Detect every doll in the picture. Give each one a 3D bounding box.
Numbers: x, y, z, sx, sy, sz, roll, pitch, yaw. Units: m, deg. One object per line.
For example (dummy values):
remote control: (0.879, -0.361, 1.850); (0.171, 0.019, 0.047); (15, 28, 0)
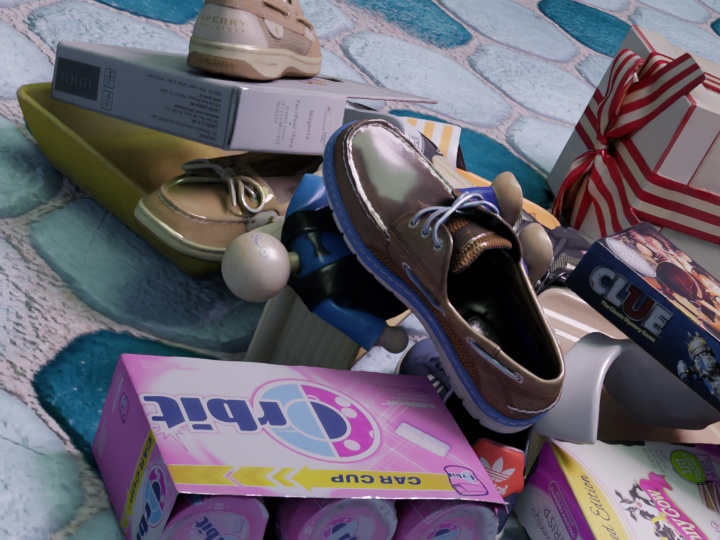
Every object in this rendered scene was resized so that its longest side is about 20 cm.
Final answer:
doll: (0.009, -0.014, 1.060); (0.199, 0.049, 0.137); (-11, 59, -28)

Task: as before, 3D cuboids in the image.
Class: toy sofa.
toy sofa: (0.000, 0.000, 1.146); (0.097, 0.083, 0.200); (35, 39, 13)

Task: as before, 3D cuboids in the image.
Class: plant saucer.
plant saucer: (-0.114, -0.064, 1.247); (0.200, 0.049, 0.200); (38, 28, 22)

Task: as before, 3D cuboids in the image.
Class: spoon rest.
spoon rest: (0.172, 0.067, 1.099); (0.099, 0.061, 0.200); (11, 7, 32)

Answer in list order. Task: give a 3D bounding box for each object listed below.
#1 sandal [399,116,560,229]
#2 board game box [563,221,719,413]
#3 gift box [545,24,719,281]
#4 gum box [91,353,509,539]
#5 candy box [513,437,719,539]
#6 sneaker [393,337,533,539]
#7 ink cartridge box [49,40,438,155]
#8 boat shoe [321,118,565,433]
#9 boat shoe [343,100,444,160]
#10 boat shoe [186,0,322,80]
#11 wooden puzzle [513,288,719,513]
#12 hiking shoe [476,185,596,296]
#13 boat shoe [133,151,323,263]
sandal: (0.078, -0.086, 1.455); (0.206, 0.059, 0.079); (22, 25, -8)
board game box: (0.223, 0.051, 1.078); (0.200, 0.035, 0.135); (40, 18, 12)
gift box: (0.272, -0.082, 1.486); (0.186, 0.185, 0.200); (19, 20, -19)
gum box: (-0.029, 0.109, 0.955); (0.199, 0.066, 0.114); (5, 30, -27)
candy box: (0.204, 0.166, 1.045); (0.199, 0.061, 0.137); (3, 40, -26)
sneaker: (0.069, 0.083, 1.092); (0.075, 0.085, 0.200); (18, 26, -16)
ink cartridge box: (-0.078, -0.112, 1.188); (0.173, 0.044, 0.200); (1, 13, -43)
boat shoe: (0.054, -0.009, 1.002); (0.072, 0.072, 0.200); (-32, 82, -29)
boat shoe: (-0.008, -0.098, 1.357); (0.066, 0.070, 0.200); (25, -5, -41)
boat shoe: (-0.061, -0.162, 1.170); (0.071, 0.065, 0.200); (9, 10, 5)
wooden puzzle: (0.184, 0.115, 1.173); (0.184, 0.037, 0.200); (23, 40, -6)
hiking shoe: (0.118, -0.001, 1.310); (0.199, 0.076, 0.101); (13, 25, -28)
boat shoe: (-0.063, -0.053, 1.142); (0.073, 0.063, 0.200); (40, 28, 28)
